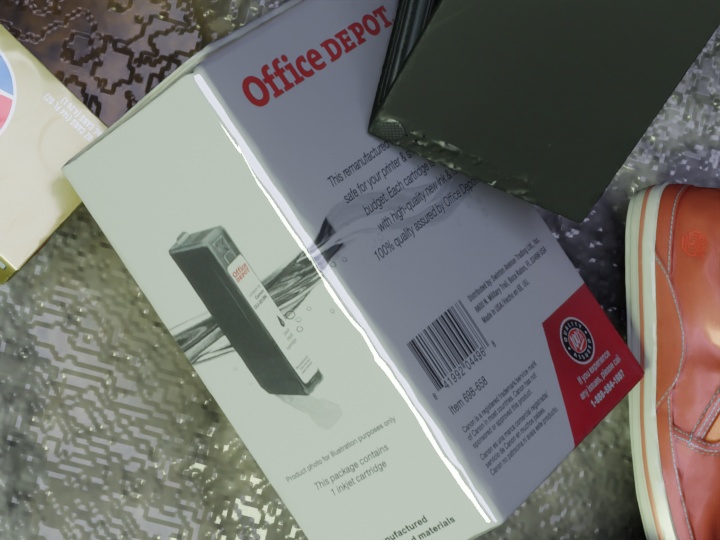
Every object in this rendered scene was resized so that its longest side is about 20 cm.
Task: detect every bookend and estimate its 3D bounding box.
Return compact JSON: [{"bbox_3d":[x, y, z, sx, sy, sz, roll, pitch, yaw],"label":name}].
[{"bbox_3d":[0.095,-0.162,1.014,0.092,0.200,0.199,22,47,-9],"label":"bookend"}]

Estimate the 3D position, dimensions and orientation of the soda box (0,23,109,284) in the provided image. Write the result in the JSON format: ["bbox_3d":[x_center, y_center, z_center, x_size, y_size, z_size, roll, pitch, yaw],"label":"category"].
[{"bbox_3d":[-0.185,-0.088,1.057,0.200,0.064,0.068,44,78,-6],"label":"soda box"}]

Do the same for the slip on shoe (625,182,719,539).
[{"bbox_3d":[0.146,0.062,1.104,0.061,0.074,0.201,-6,81,22],"label":"slip on shoe"}]

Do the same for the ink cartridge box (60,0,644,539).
[{"bbox_3d":[0.000,0.000,1.042,0.201,0.084,0.144,57,35,-3],"label":"ink cartridge box"}]
